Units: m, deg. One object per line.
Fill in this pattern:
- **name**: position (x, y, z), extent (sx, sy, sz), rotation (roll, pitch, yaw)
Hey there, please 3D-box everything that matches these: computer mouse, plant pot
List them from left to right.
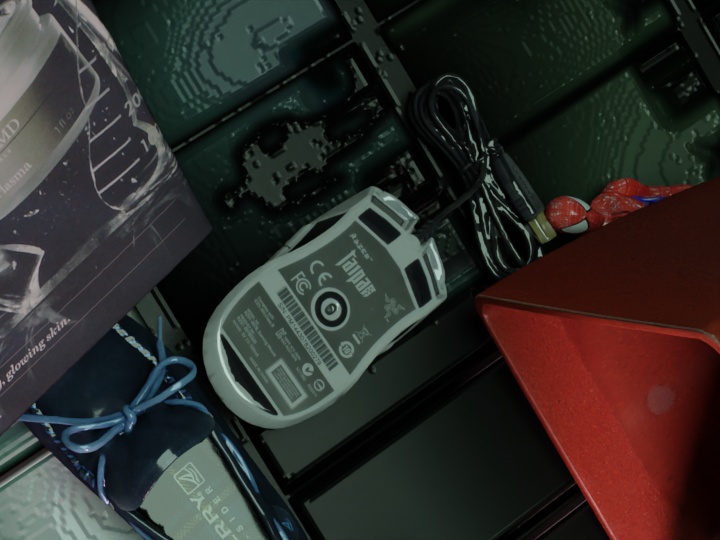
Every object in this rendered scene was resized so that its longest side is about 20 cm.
- **computer mouse**: position (0.000, 0.000, 0.925), extent (0.200, 0.044, 0.110), rotation (-36, 98, -26)
- **plant pot**: position (0.207, 0.049, 0.894), extent (0.176, 0.200, 0.200), rotation (-37, 108, -19)

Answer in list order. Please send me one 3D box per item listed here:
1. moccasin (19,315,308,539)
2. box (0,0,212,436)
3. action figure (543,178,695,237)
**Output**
- **moccasin**: position (-0.084, 0.077, 0.862), extent (0.200, 0.068, 0.081), rotation (43, 81, -10)
- **box**: position (-0.193, -0.036, 0.762), extent (0.200, 0.124, 0.197), rotation (-46, 136, -20)
- **action figure**: position (0.183, -0.007, 0.996), extent (0.199, 0.052, 0.066), rotation (13, 84, -17)
